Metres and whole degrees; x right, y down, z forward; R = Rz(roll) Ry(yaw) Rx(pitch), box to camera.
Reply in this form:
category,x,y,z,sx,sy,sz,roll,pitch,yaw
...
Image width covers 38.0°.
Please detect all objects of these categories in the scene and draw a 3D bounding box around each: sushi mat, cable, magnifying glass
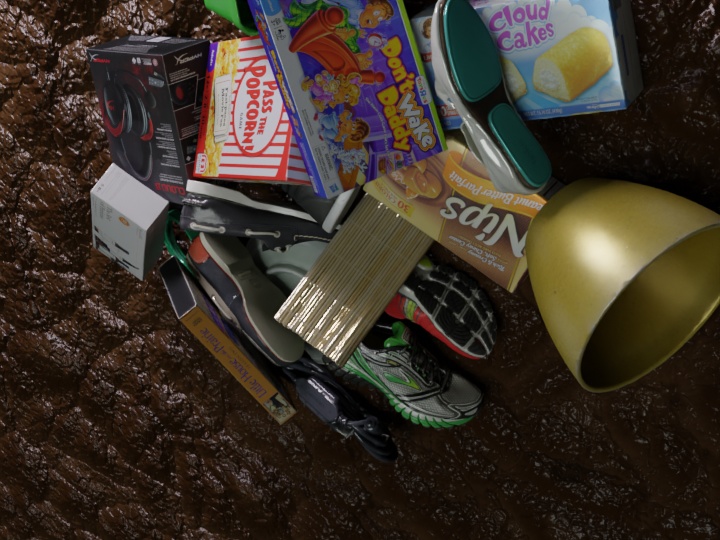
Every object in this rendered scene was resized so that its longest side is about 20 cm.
category,x,y,z,sx,sy,sz,roll,pitch,yaw
sushi mat,0.000,0.000,1.137,0.095,0.200,0.012,32,165,15
cable,-0.030,0.156,1.271,0.200,0.163,0.051,35,86,38
magnifying glass,-0.189,0.000,1.316,0.200,0.022,0.080,47,146,23

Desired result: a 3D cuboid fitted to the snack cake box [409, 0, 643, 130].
category,x,y,z,sx,sy,sz,roll,pitch,yaw
snack cake box,0.157,-0.207,0.992,0.199,0.067,0.116,-2,115,33

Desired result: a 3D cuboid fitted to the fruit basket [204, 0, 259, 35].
category,x,y,z,sx,sy,sz,roll,pitch,yaw
fruit basket,-0.068,-0.344,1.019,0.215,0.155,0.217,29,133,37

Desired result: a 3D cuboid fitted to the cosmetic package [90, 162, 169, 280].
category,x,y,z,sx,sy,sz,roll,pitch,yaw
cosmetic package,-0.288,-0.055,1.297,0.082,0.051,0.200,33,158,-1

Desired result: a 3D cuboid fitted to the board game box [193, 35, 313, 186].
category,x,y,z,sx,sy,sz,roll,pitch,yaw
board game box,-0.103,-0.169,1.103,0.199,0.046,0.153,8,91,53

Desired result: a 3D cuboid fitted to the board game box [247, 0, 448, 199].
category,x,y,z,sx,sy,sz,roll,pitch,yaw
board game box,-0.010,-0.187,0.997,0.045,0.134,0.201,26,138,68

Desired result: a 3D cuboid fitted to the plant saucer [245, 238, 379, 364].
category,x,y,z,sx,sy,sz,roll,pitch,yaw
plant saucer,-0.073,0.034,1.276,0.199,0.050,0.201,14,121,25

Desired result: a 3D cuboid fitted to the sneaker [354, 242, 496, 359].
category,x,y,z,sx,sy,sz,roll,pitch,yaw
sneaker,0.069,0.032,1.186,0.200,0.077,0.085,40,148,12

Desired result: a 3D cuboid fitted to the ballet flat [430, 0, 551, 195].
category,x,y,z,sx,sy,sz,roll,pitch,yaw
ballet flat,0.107,-0.155,0.973,0.069,0.069,0.201,-21,104,38

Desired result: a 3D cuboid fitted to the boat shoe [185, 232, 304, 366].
category,x,y,z,sx,sy,sz,roll,pitch,yaw
boat shoe,-0.139,0.036,1.237,0.200,0.071,0.063,53,125,15

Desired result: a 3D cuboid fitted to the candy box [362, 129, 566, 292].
category,x,y,z,sx,sy,sz,roll,pitch,yaw
candy box,0.112,-0.082,1.094,0.199,0.055,0.116,35,128,11

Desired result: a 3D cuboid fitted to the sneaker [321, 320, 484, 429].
category,x,y,z,sx,sy,sz,roll,pitch,yaw
sneaker,0.053,0.113,1.205,0.199,0.078,0.085,26,131,1

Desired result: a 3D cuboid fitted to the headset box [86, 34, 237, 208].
category,x,y,z,sx,sy,sz,roll,pitch,yaw
headset box,-0.231,-0.169,1.232,0.148,0.075,0.201,15,123,40

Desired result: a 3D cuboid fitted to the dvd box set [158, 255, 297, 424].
category,x,y,z,sx,sy,sz,roll,pitch,yaw
dvd box set,-0.161,0.083,1.264,0.029,0.146,0.200,-38,122,0

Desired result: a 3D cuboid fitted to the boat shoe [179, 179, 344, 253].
category,x,y,z,sx,sy,sz,roll,pitch,yaw
boat shoe,-0.106,-0.051,1.188,0.199,0.074,0.061,14,94,-16

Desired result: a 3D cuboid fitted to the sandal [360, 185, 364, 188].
category,x,y,z,sx,sy,sz,roll,pitch,yaw
sandal,-0.076,-0.134,1.191,0.199,0.043,0.077,8,119,28

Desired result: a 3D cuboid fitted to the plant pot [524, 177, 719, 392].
category,x,y,z,sx,sy,sz,roll,pitch,yaw
plant pot,0.238,-0.006,0.989,0.142,0.199,0.201,49,135,34

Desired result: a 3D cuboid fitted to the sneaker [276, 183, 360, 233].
category,x,y,z,sx,sy,sz,roll,pitch,yaw
sneaker,-0.027,-0.144,1.112,0.099,0.071,0.201,32,118,4
